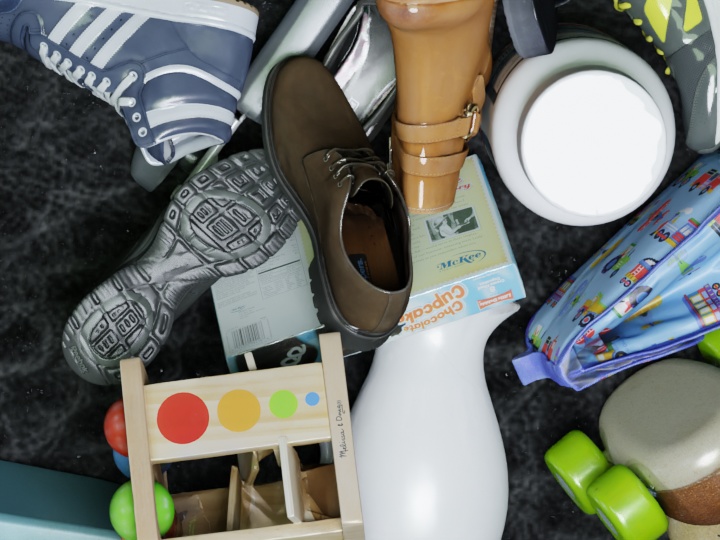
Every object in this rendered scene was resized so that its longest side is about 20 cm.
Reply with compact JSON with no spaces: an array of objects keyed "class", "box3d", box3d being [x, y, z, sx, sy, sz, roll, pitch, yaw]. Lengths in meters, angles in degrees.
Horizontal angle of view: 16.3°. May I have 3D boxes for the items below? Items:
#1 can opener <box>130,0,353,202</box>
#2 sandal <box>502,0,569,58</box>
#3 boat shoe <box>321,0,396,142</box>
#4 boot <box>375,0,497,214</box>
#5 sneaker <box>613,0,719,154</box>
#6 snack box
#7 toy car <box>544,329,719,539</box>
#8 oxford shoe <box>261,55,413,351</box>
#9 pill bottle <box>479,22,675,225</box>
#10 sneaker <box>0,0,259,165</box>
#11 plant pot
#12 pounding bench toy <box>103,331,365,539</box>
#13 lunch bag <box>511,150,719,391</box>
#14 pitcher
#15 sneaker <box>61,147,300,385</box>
[{"class":"can opener","box3d":[-0.076,-0.124,1.677,0.066,0.053,0.200,39,97,-6]},{"class":"sandal","box3d":[0.123,-0.201,1.605,0.043,0.201,0.076,-11,128,16]},{"class":"boat shoe","box3d":[0.012,-0.141,1.673,0.067,0.057,0.201,32,98,-6]},{"class":"boot","box3d":[0.044,-0.112,1.577,0.073,0.200,0.156,14,98,16]},{"class":"sneaker","box3d":[0.205,-0.176,1.671,0.084,0.074,0.201,-6,91,6]},{"class":"snack box","box3d":[0.000,0.000,1.669,0.199,0.116,0.037,-18,133,3]},{"class":"toy car","box3d":[0.253,0.161,1.694,0.164,0.158,0.200,-37,110,-5]},{"class":"oxford shoe","box3d":[-0.006,-0.057,1.595,0.072,0.084,0.201,-10,68,-28]},{"class":"pill bottle","box3d":[0.139,-0.092,1.612,0.119,0.200,0.120,0,100,-1]},{"class":"sneaker","box3d":[-0.171,-0.129,1.645,0.199,0.070,0.109,6,82,7]},{"class":"plant pot","box3d":[-0.177,0.222,1.696,0.199,0.141,0.142,9,100,-10]},{"class":"pounding bench toy","box3d":[-0.075,0.160,1.570,0.155,0.124,0.201,-7,69,-1]},{"class":"lunch bag","box3d":[0.186,0.013,1.647,0.199,0.151,0.094,-31,99,-1]},{"class":"pitcher","box3d":[0.017,0.113,1.697,0.171,0.121,0.201,4,89,15]},{"class":"sneaker","box3d":[-0.120,-0.012,1.652,0.200,0.091,0.076,-40,102,-3]}]
